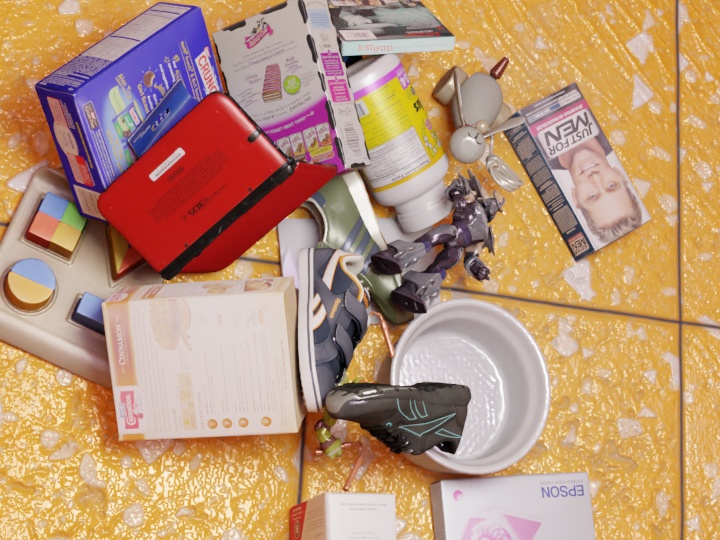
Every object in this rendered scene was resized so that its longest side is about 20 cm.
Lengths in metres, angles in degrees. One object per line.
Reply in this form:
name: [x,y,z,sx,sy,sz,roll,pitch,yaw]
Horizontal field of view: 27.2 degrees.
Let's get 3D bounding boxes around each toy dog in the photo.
toy dog: [0.151,-0.199,1.801,0.131,0.097,0.201,25,27,-29]

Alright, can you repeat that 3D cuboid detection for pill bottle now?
pill bottle: [0.039,-0.150,1.762,0.104,0.104,0.202,-35,107,-24]

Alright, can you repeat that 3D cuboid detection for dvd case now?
dvd case: [0.012,-0.309,1.793,0.144,0.200,0.022,-6,122,-20]

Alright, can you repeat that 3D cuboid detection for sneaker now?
sneaker: [0.045,0.159,1.594,0.198,0.075,0.081,5,89,-40]
sneaker: [-0.015,-0.019,1.744,0.089,0.067,0.202,-21,82,-14]
sneaker: [-0.028,0.058,1.616,0.078,0.079,0.202,-3,56,3]

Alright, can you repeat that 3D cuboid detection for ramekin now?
ramekin: [0.113,0.141,1.736,0.198,0.098,0.204,5,75,-18]

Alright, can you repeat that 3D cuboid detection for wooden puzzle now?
wooden puzzle: [-0.313,0.003,1.654,0.183,0.046,0.202,25,69,-11]

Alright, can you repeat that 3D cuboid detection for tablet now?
tablet: [0.000,0.000,1.781,0.197,0.014,0.132,-1,75,-20]

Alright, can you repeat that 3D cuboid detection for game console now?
game console: [-0.153,-0.091,1.607,0.172,0.199,0.119,46,22,-14]

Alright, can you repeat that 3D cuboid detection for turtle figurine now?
turtle figurine: [-0.053,0.137,1.659,0.159,0.064,0.203,6,80,22]

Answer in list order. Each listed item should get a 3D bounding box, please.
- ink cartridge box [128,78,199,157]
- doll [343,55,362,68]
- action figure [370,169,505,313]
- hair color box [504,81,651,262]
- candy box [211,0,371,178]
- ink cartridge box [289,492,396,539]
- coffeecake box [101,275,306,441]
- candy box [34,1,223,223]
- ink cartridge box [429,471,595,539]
ink cartridge box: [-0.182,-0.108,1.661,0.039,0.201,0.100,21,63,33]
doll: [-0.037,-0.222,1.809,0.135,0.048,0.202,24,71,-21]
action figure: [0.106,-0.032,1.724,0.199,0.069,0.131,-38,114,-33]
hair color box: [0.273,-0.125,1.883,0.099,0.060,0.202,-27,86,-23]
candy box: [-0.079,-0.196,1.700,0.061,0.135,0.203,-15,90,-57]
ink cartridge box: [-0.019,0.350,1.609,0.082,0.145,0.203,4,75,-19]
coffeecake box: [-0.165,0.094,1.594,0.197,0.073,0.156,-3,103,7]
candy box: [-0.244,-0.176,1.643,0.200,0.076,0.171,-41,133,-34]
ink cartridge box: [0.185,0.341,1.737,0.194,0.043,0.203,-1,74,-20]
